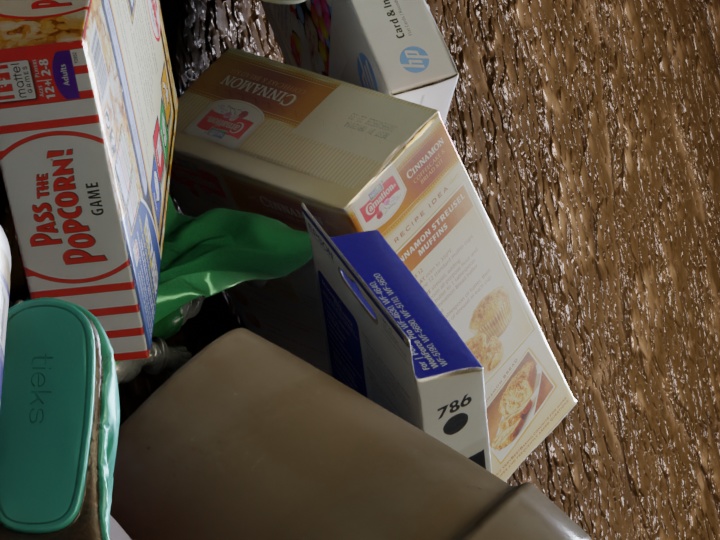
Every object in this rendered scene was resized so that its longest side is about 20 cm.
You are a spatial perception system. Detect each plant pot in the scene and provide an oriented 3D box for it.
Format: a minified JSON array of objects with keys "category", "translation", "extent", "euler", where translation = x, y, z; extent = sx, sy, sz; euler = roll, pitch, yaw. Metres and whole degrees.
[{"category":"plant pot","translation":[-0.031,0.125,1.259],"extent":[0.174,0.200,0.200],"euler":[44,21,6]}]

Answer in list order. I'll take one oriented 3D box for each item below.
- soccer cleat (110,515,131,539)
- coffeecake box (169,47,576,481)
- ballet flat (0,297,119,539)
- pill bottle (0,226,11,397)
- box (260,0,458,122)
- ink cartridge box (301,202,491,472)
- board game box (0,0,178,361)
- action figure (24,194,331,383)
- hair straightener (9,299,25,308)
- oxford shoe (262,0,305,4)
[{"category":"soccer cleat","translation":[-0.118,0.108,1.156],"extent":[0.200,0.067,0.076],"euler":[52,5,33]},{"category":"coffeecake box","translation":[0.000,0.000,1.469],"extent":[0.073,0.153,0.200],"euler":[-46,131,-22]},{"category":"ballet flat","translation":[-0.117,0.110,1.070],"extent":[0.070,0.067,0.201],"euler":[86,8,-65]},{"category":"pill bottle","translation":[-0.184,0.073,1.004],"extent":[0.120,0.119,0.201],"euler":[50,35,-52]},{"category":"box","translation":[-0.013,-0.142,1.508],"extent":[0.156,0.041,0.201],"euler":[106,-37,-66]},{"category":"ink cartridge box","translation":[0.021,0.057,1.354],"extent":[0.100,0.039,0.200],"euler":[53,-18,36]},{"category":"board game box","translation":[-0.114,-0.080,1.244],"extent":[0.200,0.046,0.152],"euler":[-88,171,-57]},{"category":"action figure","translation":[-0.107,0.021,1.292],"extent":[0.200,0.118,0.055],"euler":[-39,128,-58]},{"category":"hair straightener","translation":[-0.165,0.020,1.138],"extent":[0.041,0.077,0.201],"euler":[70,19,-48]},{"category":"oxford shoe","translation":[-0.084,-0.197,1.328],"extent":[0.200,0.058,0.075],"euler":[45,35,-15]}]
